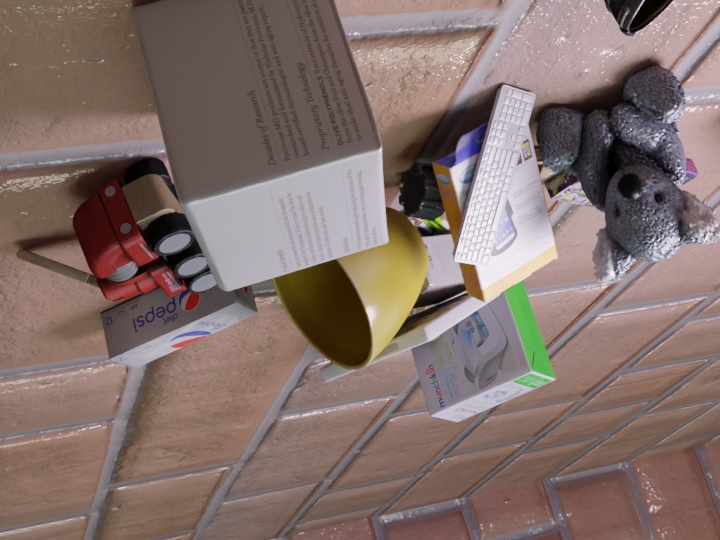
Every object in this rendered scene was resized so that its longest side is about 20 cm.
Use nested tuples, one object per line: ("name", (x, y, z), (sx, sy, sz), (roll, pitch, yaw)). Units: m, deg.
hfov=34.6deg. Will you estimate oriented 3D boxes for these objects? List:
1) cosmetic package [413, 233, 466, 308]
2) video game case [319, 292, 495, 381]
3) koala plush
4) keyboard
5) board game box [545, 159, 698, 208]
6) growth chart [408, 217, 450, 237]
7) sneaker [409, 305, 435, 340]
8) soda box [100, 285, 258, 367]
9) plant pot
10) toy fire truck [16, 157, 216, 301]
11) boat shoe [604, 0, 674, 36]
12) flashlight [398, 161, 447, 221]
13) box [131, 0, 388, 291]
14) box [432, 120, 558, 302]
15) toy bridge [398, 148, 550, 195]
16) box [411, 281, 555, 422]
("cosmetic package", (0.118, -0.001, 1.571), (0.199, 0.075, 0.101), (-7, 162, -43))
("video game case", (0.067, 0.079, 1.515), (0.181, 0.023, 0.200), (-25, -179, 37))
("koala plush", (0.324, -0.093, 1.344), (0.176, 0.201, 0.184), (-23, 148, 15))
("keyboard", (0.150, -0.104, 1.294), (0.056, 0.202, 0.011), (9, -169, -35))
("board game box", (0.354, -0.123, 1.560), (0.199, 0.033, 0.120), (6, 144, -43))
("growth chart", (0.038, -0.029, 1.568), (0.199, 0.018, 0.144), (-26, 157, 23))
("sneaker", (0.022, 0.065, 1.689), (0.198, 0.076, 0.088), (8, 169, -7))
("soda box", (-0.237, 0.057, 1.508), (0.199, 0.069, 0.063), (-24, 157, 16))
("plant pot", (0.000, 0.000, 1.418), (0.141, 0.201, 0.200), (-31, 166, -28))
("toy fire truck", (-0.274, -0.024, 1.253), (0.199, 0.129, 0.176), (-27, 158, -1))
("boat shoe", (0.313, -0.295, 1.072), (0.071, 0.068, 0.199), (11, 144, -46))
("flashlight", (0.134, -0.077, 1.383), (0.199, 0.068, 0.068), (4, 141, -38))
("box", (-0.083, -0.122, 1.022), (0.170, 0.202, 0.199), (-17, 159, -3))
("box", (0.155, -0.078, 1.337), (0.118, 0.201, 0.041), (-29, -153, -22))
("toy bridge", (0.141, -0.122, 1.407), (0.198, 0.027, 0.067), (-12, 155, -12))
("box", (0.168, 0.098, 1.715), (0.176, 0.202, 0.096), (-26, 155, 25))
